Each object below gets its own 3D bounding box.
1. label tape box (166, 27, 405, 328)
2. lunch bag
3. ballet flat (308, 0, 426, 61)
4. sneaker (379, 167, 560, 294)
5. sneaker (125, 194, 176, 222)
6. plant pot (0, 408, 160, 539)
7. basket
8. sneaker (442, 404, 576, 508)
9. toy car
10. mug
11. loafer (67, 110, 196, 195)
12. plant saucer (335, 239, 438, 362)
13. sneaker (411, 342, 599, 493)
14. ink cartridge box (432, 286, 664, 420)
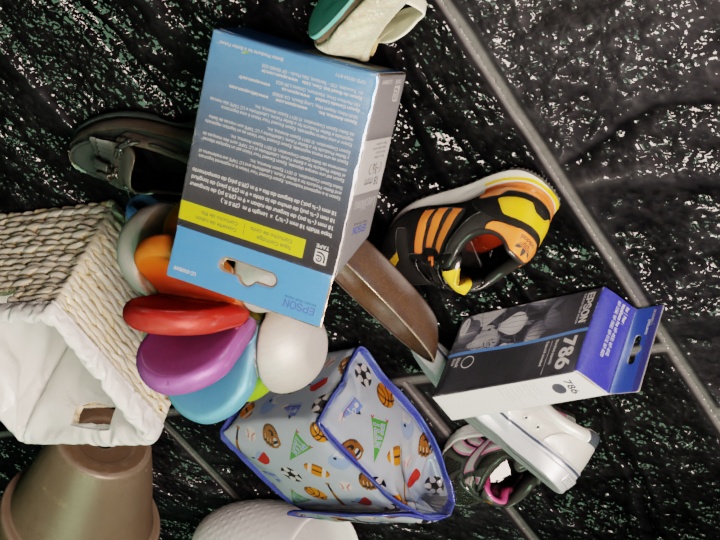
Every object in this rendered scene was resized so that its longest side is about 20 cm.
[{"bbox_3d":[-0.060,-0.075,1.122,0.143,0.063,0.202,18,105,18],"label":"label tape box"},{"bbox_3d":[-0.017,0.190,1.460,0.169,0.124,0.200,-10,130,47],"label":"lunch bag"},{"bbox_3d":[0.030,-0.210,1.016,0.062,0.068,0.200,21,154,-21],"label":"ballet flat"},{"bbox_3d":[0.075,-0.016,1.190,0.070,0.090,0.199,42,141,-21],"label":"sneaker"},{"bbox_3d":[-0.135,-0.022,1.319,0.198,0.077,0.086,13,138,16],"label":"sneaker"},{"bbox_3d":[-0.324,0.260,1.696,0.199,0.201,0.176,23,126,2],"label":"plant pot"},{"bbox_3d":[-0.292,0.057,1.431,0.197,0.162,0.201,-4,134,33],"label":"basket"},{"bbox_3d":[0.131,0.199,1.422,0.080,0.087,0.200,31,143,-7],"label":"sneaker"},{"bbox_3d":[-0.135,0.042,1.223,0.174,0.150,0.201,5,124,27],"label":"toy car"},{"bbox_3d":[-0.096,0.349,1.706,0.174,0.149,0.199,3,169,38],"label":"mug"},{"bbox_3d":[-0.183,-0.097,1.263,0.198,0.063,0.072,3,138,27],"label":"loafer"},{"bbox_3d":[0.000,0.000,1.233,0.200,0.032,0.200,43,174,6],"label":"plant saucer"},{"bbox_3d":[0.136,0.121,1.339,0.200,0.071,0.073,40,169,18],"label":"sneaker"},{"bbox_3d":[0.160,0.070,1.240,0.199,0.100,0.039,-14,128,39],"label":"ink cartridge box"}]
